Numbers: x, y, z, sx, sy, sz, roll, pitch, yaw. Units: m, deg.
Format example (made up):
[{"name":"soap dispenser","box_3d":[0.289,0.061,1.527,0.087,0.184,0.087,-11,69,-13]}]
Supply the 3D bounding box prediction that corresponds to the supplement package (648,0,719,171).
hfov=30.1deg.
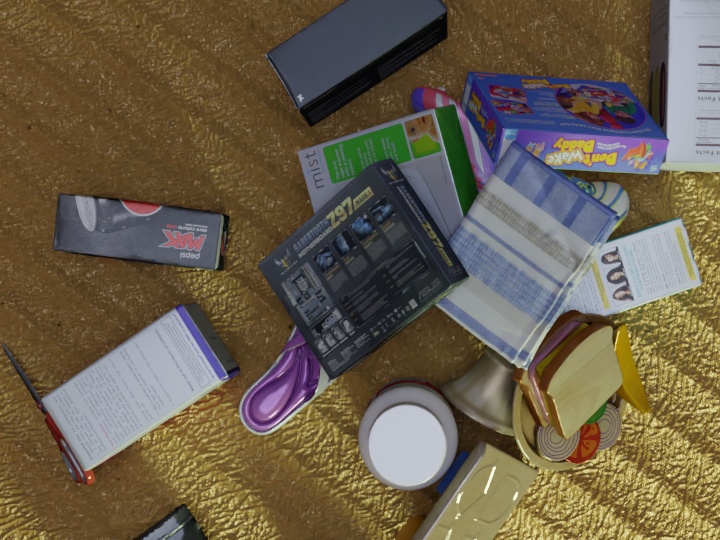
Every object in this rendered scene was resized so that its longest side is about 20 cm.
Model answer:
[{"name":"supplement package","box_3d":[0.391,-0.217,1.520,0.108,0.114,0.204,1,89,1]}]

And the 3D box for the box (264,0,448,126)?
[{"name":"box","box_3d":[-0.001,-0.257,1.527,0.198,0.141,0.079,-33,89,2]}]

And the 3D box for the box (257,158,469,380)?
[{"name":"box","box_3d":[0.000,0.000,1.459,0.200,0.051,0.159,-40,80,30]}]

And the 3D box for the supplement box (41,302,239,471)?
[{"name":"supplement box","box_3d":[-0.254,0.134,1.558,0.199,0.101,0.104,-35,88,2]}]

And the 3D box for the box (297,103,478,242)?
[{"name":"box","box_3d":[0.044,-0.067,1.520,0.174,0.097,0.203,-14,94,20]}]

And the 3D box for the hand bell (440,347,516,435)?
[{"name":"hand bell","box_3d":[0.182,0.073,1.517,0.103,0.104,0.202,28,102,3]}]

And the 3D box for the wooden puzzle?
[{"name":"wooden puzzle","box_3d":[0.109,0.277,1.502,0.046,0.200,0.186,36,92,29]}]

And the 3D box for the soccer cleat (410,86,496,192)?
[{"name":"soccer cleat","box_3d":[0.128,-0.133,1.555,0.199,0.067,0.077,41,76,-2]}]

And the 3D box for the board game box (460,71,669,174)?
[{"name":"board game box","box_3d":[0.225,-0.165,1.490,0.197,0.135,0.045,2,124,-16]}]

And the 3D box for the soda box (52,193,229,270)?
[{"name":"soda box","box_3d":[-0.258,-0.045,1.578,0.197,0.063,0.072,7,90,2]}]

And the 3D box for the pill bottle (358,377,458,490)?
[{"name":"pill bottle","box_3d":[0.054,0.182,1.492,0.110,0.200,0.114,0,90,3]}]

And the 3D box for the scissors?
[{"name":"scissors","box_3d":[-0.370,0.167,1.583,0.014,0.073,0.202,-27,86,-25]}]

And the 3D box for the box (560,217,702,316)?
[{"name":"box","box_3d":[0.288,0.008,1.557,0.197,0.049,0.084,-18,89,3]}]

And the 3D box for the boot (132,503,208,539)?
[{"name":"boot","box_3d":[-0.214,0.404,1.578,0.164,0.066,0.201,-35,93,4]}]

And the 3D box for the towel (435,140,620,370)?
[{"name":"towel","box_3d":[0.168,-0.015,1.420,0.146,0.024,0.202,35,107,14]}]

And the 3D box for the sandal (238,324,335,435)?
[{"name":"sandal","box_3d":[-0.065,0.113,1.574,0.082,0.050,0.204,37,91,2]}]

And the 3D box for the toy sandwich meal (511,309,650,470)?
[{"name":"toy sandwich meal","box_3d":[0.251,0.138,1.502,0.203,0.070,0.209,-12,111,-32]}]

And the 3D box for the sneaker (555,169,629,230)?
[{"name":"sneaker","box_3d":[0.234,-0.076,1.500,0.198,0.106,0.076,-23,56,-27]}]
